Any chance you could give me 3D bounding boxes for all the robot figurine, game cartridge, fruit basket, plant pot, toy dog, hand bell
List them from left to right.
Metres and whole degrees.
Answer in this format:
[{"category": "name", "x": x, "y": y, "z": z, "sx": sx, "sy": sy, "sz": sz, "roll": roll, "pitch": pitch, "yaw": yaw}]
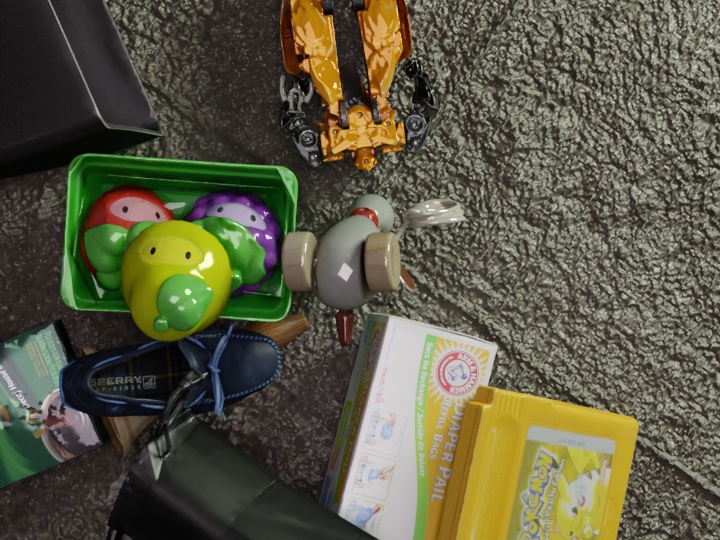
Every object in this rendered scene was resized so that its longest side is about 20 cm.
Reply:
[{"category": "plant pot", "x": -0.308, "y": -0.174, "z": 1.468, "sx": 0.176, "sy": 0.199, "sz": 0.201, "roll": -24, "pitch": 89, "yaw": 7}, {"category": "fruit basket", "x": -0.156, "y": -0.018, "z": 1.458, "sx": 0.213, "sy": 0.216, "sz": 0.157, "roll": 3, "pitch": 88, "yaw": -3}, {"category": "hand bell", "x": -0.139, "y": 0.079, "z": 1.524, "sx": 0.199, "sy": 0.104, "sz": 0.105, "roll": -22, "pitch": 89, "yaw": -15}, {"category": "robot figurine", "x": -0.008, "y": -0.186, "z": 1.542, "sx": 0.144, "sy": 0.058, "sz": 0.202, "roll": -8, "pitch": 88, "yaw": -3}, {"category": "toy dog", "x": 0.000, "y": 0.000, "z": 1.469, "sx": 0.131, "sy": 0.200, "sz": 0.097, "roll": 8, "pitch": 107, "yaw": 30}, {"category": "game cartridge", "x": 0.155, "y": 0.201, "z": 1.493, "sx": 0.199, "sy": 0.032, "sz": 0.178, "roll": 14, "pitch": 87, "yaw": -41}]

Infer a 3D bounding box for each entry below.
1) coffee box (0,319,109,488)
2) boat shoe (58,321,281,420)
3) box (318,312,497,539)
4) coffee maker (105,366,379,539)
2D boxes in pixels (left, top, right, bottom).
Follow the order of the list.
[{"category": "coffee box", "x": -0.336, "y": 0.137, "z": 1.515, "sx": 0.199, "sy": 0.044, "sz": 0.124, "roll": -22, "pitch": 90, "yaw": 1}, {"category": "boat shoe", "x": -0.151, "y": 0.094, "z": 1.442, "sx": 0.199, "sy": 0.069, "sz": 0.085, "roll": -14, "pitch": 91, "yaw": -28}, {"category": "box", "x": 0.038, "y": 0.145, "z": 1.501, "sx": 0.100, "sy": 0.112, "sz": 0.202, "roll": 15, "pitch": 87, "yaw": -9}, {"category": "coffee maker", "x": -0.094, "y": 0.217, "z": 1.382, "sx": 0.199, "sy": 0.193, "sz": 0.135, "roll": 30, "pitch": 55, "yaw": 14}]
